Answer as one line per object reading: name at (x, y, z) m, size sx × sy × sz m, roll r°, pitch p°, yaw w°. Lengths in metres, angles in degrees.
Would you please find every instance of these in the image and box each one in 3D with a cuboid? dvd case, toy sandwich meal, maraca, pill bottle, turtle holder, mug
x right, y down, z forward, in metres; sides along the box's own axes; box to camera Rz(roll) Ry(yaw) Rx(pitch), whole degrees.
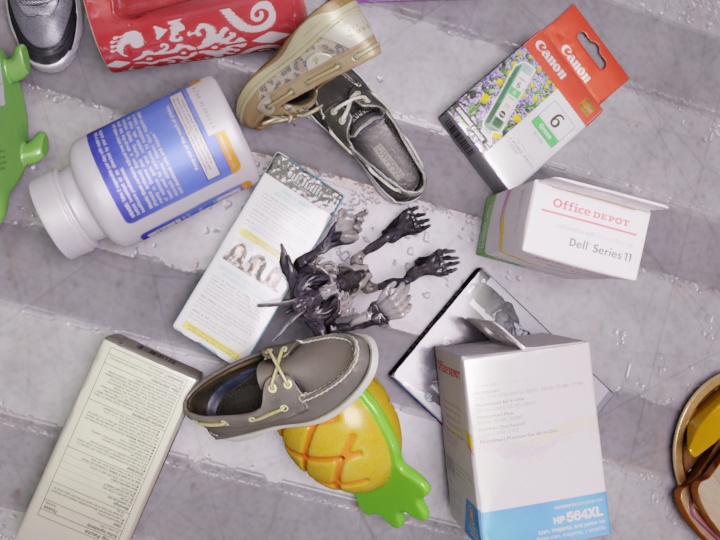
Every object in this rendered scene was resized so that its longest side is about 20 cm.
dvd case at (0.150, 0.121, 0.855) m, size 0.200 × 0.025 × 0.151 m, roll 43°, pitch 85°, yaw -5°
toy sandwich meal at (0.423, 0.203, 0.863) m, size 0.201 × 0.070 × 0.210 m, roll 0°, pitch 89°, yaw -7°
maraca at (-0.009, 0.166, 0.786) m, size 0.107 × 0.137 × 0.201 m, roll -38°, pitch 91°, yaw -38°
pill bottle at (-0.206, -0.093, 0.771) m, size 0.197 × 0.112 × 0.114 m, roll -27°, pitch 92°, yaw -7°
turtle holder at (-0.379, -0.126, 0.753) m, size 0.129 × 0.142 × 0.188 m, roll -1°, pitch 129°, yaw 8°
mug at (-0.156, -0.271, 0.754) m, size 0.196 × 0.178 × 0.136 m, roll -12°, pitch 76°, yaw -2°

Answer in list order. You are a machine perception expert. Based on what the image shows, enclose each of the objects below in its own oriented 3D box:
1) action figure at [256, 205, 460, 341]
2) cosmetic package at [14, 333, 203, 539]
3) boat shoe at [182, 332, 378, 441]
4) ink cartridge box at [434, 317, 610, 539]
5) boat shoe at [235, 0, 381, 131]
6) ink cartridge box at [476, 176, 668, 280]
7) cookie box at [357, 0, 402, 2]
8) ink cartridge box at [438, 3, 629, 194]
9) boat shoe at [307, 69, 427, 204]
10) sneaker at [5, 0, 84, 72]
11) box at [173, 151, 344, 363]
action figure at (0.000, 0.000, 0.769) m, size 0.198 × 0.102 × 0.120 m, roll -27°, pitch 84°, yaw -35°
cosmetic package at (-0.239, 0.175, 0.784) m, size 0.104 × 0.071 × 0.203 m, roll 25°, pitch 86°, yaw -6°
boat shoe at (-0.075, 0.102, 0.721) m, size 0.200 × 0.060 × 0.073 m, roll -26°, pitch 54°, yaw 29°
ink cartridge box at (0.149, 0.145, 0.777) m, size 0.123 × 0.129 × 0.204 m, roll -6°, pitch 90°, yaw -7°
boat shoe at (-0.055, -0.176, 0.754) m, size 0.073 × 0.199 × 0.063 m, roll -40°, pitch 95°, yaw -35°
ink cartridge box at (0.194, -0.035, 0.773) m, size 0.115 × 0.200 × 0.069 m, roll 14°, pitch 88°, yaw -6°
cookie box at (0.043, -0.385, 0.823) m, size 0.168 × 0.075 × 0.204 m, roll -3°, pitch 89°, yaw -7°
ink cartridge box at (0.191, -0.185, 0.850) m, size 0.199 × 0.050 × 0.109 m, roll -41°, pitch 94°, yaw -5°
boat shoe at (-0.001, -0.155, 0.820) m, size 0.071 × 0.064 × 0.200 m, roll -43°, pitch 93°, yaw -5°
sneaker at (-0.312, -0.297, 0.760) m, size 0.074 × 0.114 × 0.204 m, roll -4°, pitch 90°, yaw -6°
box at (-0.101, -0.010, 0.814) m, size 0.082 × 0.049 × 0.202 m, roll 31°, pitch 86°, yaw -5°
